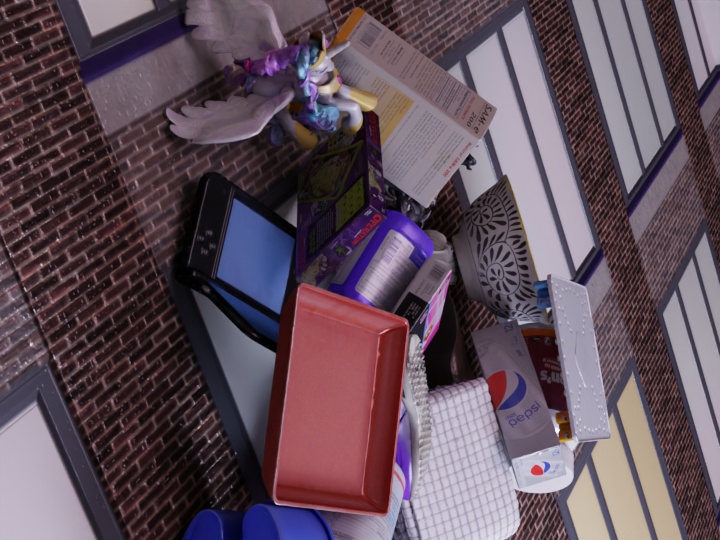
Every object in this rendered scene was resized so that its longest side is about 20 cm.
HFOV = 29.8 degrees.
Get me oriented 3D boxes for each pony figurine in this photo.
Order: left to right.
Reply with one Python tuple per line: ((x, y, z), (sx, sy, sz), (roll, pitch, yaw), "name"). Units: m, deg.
((-0.085, -0.192, 1.384), (0.200, 0.190, 0.169), (52, 39, -69), "pony figurine")

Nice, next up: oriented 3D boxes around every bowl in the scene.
((0.174, -0.014, 1.754), (0.201, 0.093, 0.203), (-17, 90, -85), "bowl")

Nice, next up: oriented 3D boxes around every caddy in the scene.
((-0.090, 0.305, 1.236), (0.105, 0.140, 0.203), (28, 58, -50), "caddy")

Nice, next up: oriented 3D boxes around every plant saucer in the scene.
((-0.027, 0.129, 1.304), (0.199, 0.036, 0.203), (21, 72, -54), "plant saucer")

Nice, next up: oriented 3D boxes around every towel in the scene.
((0.087, 0.240, 1.583), (0.164, 0.085, 0.203), (-17, 92, -36), "towel")

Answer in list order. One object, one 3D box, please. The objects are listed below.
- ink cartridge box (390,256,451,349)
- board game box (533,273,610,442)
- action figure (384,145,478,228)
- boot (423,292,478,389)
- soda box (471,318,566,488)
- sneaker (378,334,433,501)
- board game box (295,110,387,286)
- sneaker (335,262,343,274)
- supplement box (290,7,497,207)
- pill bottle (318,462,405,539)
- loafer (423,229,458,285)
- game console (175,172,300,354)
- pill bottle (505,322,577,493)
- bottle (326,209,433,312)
((0.057, 0.071, 1.538), (0.095, 0.037, 0.201), (-55, 169, -24), "ink cartridge box")
((0.267, 0.114, 1.693), (0.200, 0.026, 0.203), (14, 66, -67), "board game box")
((0.056, -0.105, 1.657), (0.200, 0.102, 0.119), (-49, 166, -9), "action figure")
((0.139, 0.133, 1.770), (0.199, 0.064, 0.189), (25, 59, -59), "boot")
((0.192, 0.160, 1.649), (0.069, 0.063, 0.201), (70, 4, -48), "soda box")
((0.022, 0.156, 1.462), (0.070, 0.098, 0.202), (-63, 151, -60), "sneaker")
((-0.023, -0.081, 1.435), (0.032, 0.120, 0.201), (38, 28, -26), "board game box")
((0.000, 0.000, 1.558), (0.087, 0.074, 0.202), (-42, 117, -49), "sneaker")
((0.037, -0.184, 1.535), (0.199, 0.126, 0.074), (36, 43, -5), "supplement box")
((-0.025, 0.284, 1.386), (0.109, 0.108, 0.201), (55, 38, -36), "pill bottle")
((0.079, -0.015, 1.677), (0.200, 0.069, 0.071), (12, 70, -79), "loafer")
((-0.080, 0.014, 1.362), (0.200, 0.115, 0.178), (36, 60, -51), "game console")
((0.230, 0.178, 1.756), (0.110, 0.108, 0.202), (46, 38, -44), "pill bottle")
((0.003, 0.033, 1.494), (0.083, 0.065, 0.201), (41, 72, -33), "bottle")
